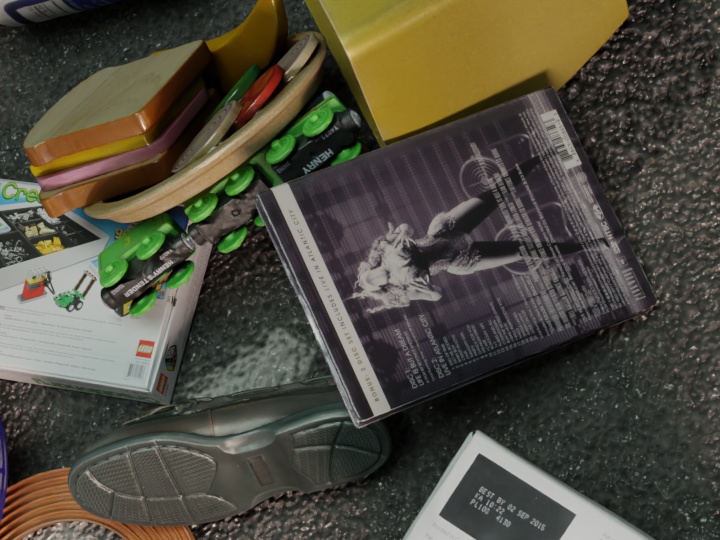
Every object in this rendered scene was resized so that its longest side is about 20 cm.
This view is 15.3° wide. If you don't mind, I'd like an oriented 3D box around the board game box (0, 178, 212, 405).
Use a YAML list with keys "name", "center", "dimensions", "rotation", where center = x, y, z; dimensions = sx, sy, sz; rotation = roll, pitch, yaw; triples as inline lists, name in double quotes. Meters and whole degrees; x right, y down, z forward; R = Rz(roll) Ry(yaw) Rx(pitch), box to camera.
- name: "board game box"
  center: [-0.199, 0.010, 1.726]
  dimensions: [0.199, 0.035, 0.127]
  rotation: [8, 74, 25]

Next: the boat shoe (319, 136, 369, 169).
- name: "boat shoe"
  center: [0.000, 0.000, 1.632]
  dimensions: [0.072, 0.076, 0.200]
  rotation: [-34, 52, 11]

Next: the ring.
- name: "ring"
  center: [-0.182, 0.219, 1.647]
  dimensions: [0.200, 0.019, 0.201]
  rotation: [-8, 67, 20]

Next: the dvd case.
- name: "dvd case"
  center: [0.056, -0.010, 1.569]
  dimensions: [0.199, 0.016, 0.149]
  rotation: [-21, 77, -19]

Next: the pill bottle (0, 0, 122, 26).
- name: "pill bottle"
  center: [-0.209, -0.227, 1.775]
  dimensions: [0.199, 0.120, 0.120]
  rotation: [-12, 66, 17]

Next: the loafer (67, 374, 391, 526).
- name: "loafer"
  center: [-0.077, 0.105, 1.623]
  dimensions: [0.199, 0.072, 0.063]
  rotation: [-10, 35, 9]

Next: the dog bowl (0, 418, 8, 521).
- name: "dog bowl"
  center: [-0.319, 0.131, 1.677]
  dimensions: [0.199, 0.079, 0.201]
  rotation: [-9, 74, 32]

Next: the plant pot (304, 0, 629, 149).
- name: "plant pot"
  center: [0.051, -0.195, 1.623]
  dimensions: [0.176, 0.200, 0.200]
  rotation: [-26, 62, 0]

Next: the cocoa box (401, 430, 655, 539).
- name: "cocoa box"
  center: [0.123, 0.204, 1.462]
  dimensions: [0.200, 0.131, 0.134]
  rotation: [31, 84, 29]

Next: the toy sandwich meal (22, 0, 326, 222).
- name: "toy sandwich meal"
  center: [-0.113, -0.104, 1.667]
  dimensions: [0.205, 0.070, 0.205]
  rotation: [-32, 18, 12]

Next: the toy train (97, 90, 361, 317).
- name: "toy train"
  center: [-0.081, -0.043, 1.639]
  dimensions: [0.200, 0.042, 0.056]
  rotation: [-36, 28, 14]
